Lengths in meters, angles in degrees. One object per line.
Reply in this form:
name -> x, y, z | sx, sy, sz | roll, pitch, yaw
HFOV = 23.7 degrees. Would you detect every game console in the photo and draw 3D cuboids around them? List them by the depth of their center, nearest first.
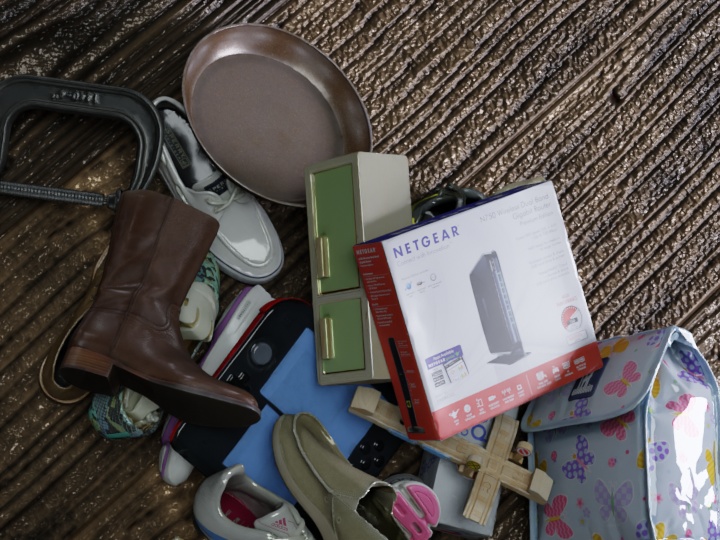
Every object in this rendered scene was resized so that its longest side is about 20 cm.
game console -> -0.057, 0.141, 1.556 | 0.200, 0.031, 0.177 | 44, 71, -28

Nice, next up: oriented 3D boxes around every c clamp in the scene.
c clamp -> -0.280, -0.094, 1.574 | 0.199, 0.027, 0.172 | 2, 85, 2

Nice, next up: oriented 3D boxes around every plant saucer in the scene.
plant saucer -> -0.082, -0.141, 1.613 | 0.199, 0.032, 0.201 | 16, 54, -24

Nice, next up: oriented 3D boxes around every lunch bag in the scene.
lunch bag -> 0.238, 0.159, 1.579 | 0.127, 0.169, 0.201 | 9, 76, -35

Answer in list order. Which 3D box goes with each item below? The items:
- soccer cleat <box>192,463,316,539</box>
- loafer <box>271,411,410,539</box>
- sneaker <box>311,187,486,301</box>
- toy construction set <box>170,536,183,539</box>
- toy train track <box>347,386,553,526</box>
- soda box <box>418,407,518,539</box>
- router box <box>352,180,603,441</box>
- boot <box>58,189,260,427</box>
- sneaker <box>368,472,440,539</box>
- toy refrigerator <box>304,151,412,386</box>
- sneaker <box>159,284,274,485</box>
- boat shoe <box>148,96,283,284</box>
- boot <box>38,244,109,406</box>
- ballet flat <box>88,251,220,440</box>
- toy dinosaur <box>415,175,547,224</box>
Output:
soccer cleat -> -0.063, 0.249, 1.472 | 0.200, 0.086, 0.070 | 42, 48, 5
loafer -> -0.008, 0.196, 1.481 | 0.068, 0.076, 0.200 | -43, 61, 18
sneaker -> 0.038, -0.024, 1.621 | 0.200, 0.085, 0.075 | -37, 87, -18
toy construction set -> -0.123, 0.339, 1.498 | 0.200, 0.092, 0.131 | 36, 100, 10
toy train track -> 0.085, 0.153, 1.540 | 0.199, 0.033, 0.115 | 26, 55, -5
soda box -> 0.104, 0.147, 1.614 | 0.068, 0.063, 0.201 | 16, 76, -12
router box -> 0.106, 0.034, 1.518 | 0.199, 0.049, 0.180 | -21, 97, -32
boot -> -0.150, 0.026, 1.505 | 0.186, 0.064, 0.201 | 17, 60, 2
sneaker -> 0.004, 0.263, 1.560 | 0.074, 0.087, 0.200 | 32, 102, -8
toy refrigerator -> 0.000, 0.000, 1.532 | 0.070, 0.076, 0.201 | 1, 83, -43
sneaker -> -0.112, 0.114, 1.565 | 0.099, 0.075, 0.201 | 32, 74, -6
boat shoe -> -0.137, -0.077, 1.601 | 0.072, 0.066, 0.201 | -30, 87, -17
boot -> -0.222, 0.031, 1.557 | 0.073, 0.075, 0.201 | 31, 73, -4
ballet flat -> -0.169, 0.069, 1.549 | 0.074, 0.074, 0.201 | 29, 72, -6
toy dinosaur -> 0.084, -0.030, 1.573 | 0.088, 0.047, 0.200 | 40, 78, -24
